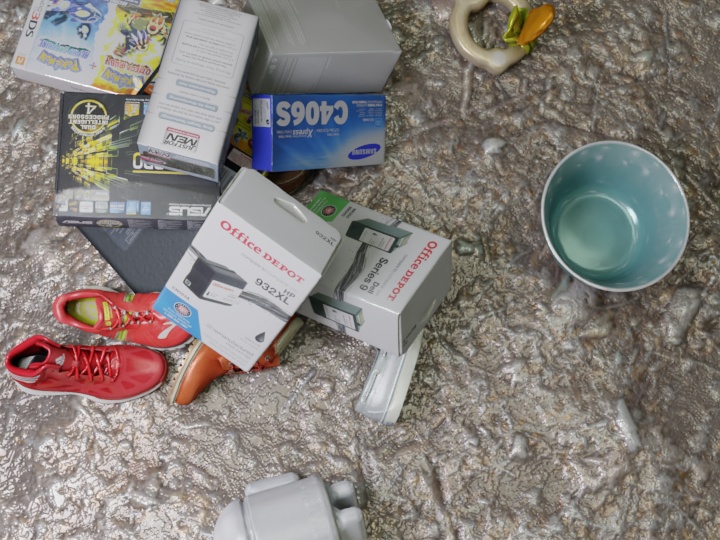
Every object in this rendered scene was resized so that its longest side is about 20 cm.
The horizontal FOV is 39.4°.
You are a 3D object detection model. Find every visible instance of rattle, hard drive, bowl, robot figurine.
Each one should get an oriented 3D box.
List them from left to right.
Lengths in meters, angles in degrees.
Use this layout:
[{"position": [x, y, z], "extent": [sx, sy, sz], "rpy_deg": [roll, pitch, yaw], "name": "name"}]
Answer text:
[{"position": [-0.280, -0.054, 1.308], "extent": [0.200, 0.033, 0.140], "rpy_deg": [47, 109, 7], "name": "hard drive"}, {"position": [-0.093, 0.321, 1.224], "extent": [0.197, 0.114, 0.170], "rpy_deg": [-16, 40, -8], "name": "robot figurine"}, {"position": [0.165, -0.379, 1.394], "extent": [0.130, 0.143, 0.201], "rpy_deg": [-37, 88, 8], "name": "rattle"}, {"position": [0.327, -0.061, 1.344], "extent": [0.198, 0.105, 0.204], "rpy_deg": [1, 77, -3], "name": "bowl"}]

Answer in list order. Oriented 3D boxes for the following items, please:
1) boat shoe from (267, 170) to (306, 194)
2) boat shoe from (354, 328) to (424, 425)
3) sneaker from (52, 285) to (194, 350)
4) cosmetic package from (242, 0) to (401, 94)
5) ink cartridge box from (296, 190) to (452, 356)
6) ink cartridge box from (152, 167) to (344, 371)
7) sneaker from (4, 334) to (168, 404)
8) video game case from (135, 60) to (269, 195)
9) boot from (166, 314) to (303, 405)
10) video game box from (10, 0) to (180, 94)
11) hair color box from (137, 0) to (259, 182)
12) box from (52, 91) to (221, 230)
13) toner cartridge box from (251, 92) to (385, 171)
[{"position": [-0.169, -0.125, 1.341], "extent": [0.197, 0.074, 0.077], "rpy_deg": [-11, 76, -6], "name": "boat shoe"}, {"position": [0.040, 0.096, 1.307], "extent": [0.071, 0.070, 0.203], "rpy_deg": [16, 78, -1], "name": "boat shoe"}, {"position": [-0.297, 0.061, 1.263], "extent": [0.197, 0.085, 0.078], "rpy_deg": [3, 90, 17], "name": "sneaker"}, {"position": [-0.057, -0.299, 1.341], "extent": [0.198, 0.090, 0.108], "rpy_deg": [-4, 57, -30], "name": "cosmetic package"}, {"position": [0.000, 0.000, 1.266], "extent": [0.198, 0.085, 0.146], "rpy_deg": [21, 51, 22], "name": "ink cartridge box"}, {"position": [-0.134, 0.003, 1.179], "extent": [0.144, 0.200, 0.084], "rpy_deg": [35, 39, -6], "name": "ink cartridge box"}, {"position": [-0.344, 0.123, 1.251], "extent": [0.197, 0.116, 0.079], "rpy_deg": [-5, 77, -5], "name": "sneaker"}, {"position": [-0.195, -0.191, 1.305], "extent": [0.199, 0.026, 0.182], "rpy_deg": [31, 67, 2], "name": "video game case"}, {"position": [-0.161, 0.109, 1.292], "extent": [0.107, 0.075, 0.201], "rpy_deg": [40, 76, 1], "name": "boot"}, {"position": [-0.360, -0.331, 1.393], "extent": [0.197, 0.047, 0.185], "rpy_deg": [14, 79, 0], "name": "video game box"}, {"position": [-0.193, -0.218, 1.210], "extent": [0.098, 0.061, 0.203], "rpy_deg": [14, 72, -4], "name": "hair color box"}, {"position": [-0.269, -0.133, 1.230], "extent": [0.197, 0.049, 0.164], "rpy_deg": [2, 76, -8], "name": "box"}, {"position": [-0.051, -0.182, 1.308], "extent": [0.198, 0.043, 0.096], "rpy_deg": [-10, 107, -43], "name": "toner cartridge box"}]
